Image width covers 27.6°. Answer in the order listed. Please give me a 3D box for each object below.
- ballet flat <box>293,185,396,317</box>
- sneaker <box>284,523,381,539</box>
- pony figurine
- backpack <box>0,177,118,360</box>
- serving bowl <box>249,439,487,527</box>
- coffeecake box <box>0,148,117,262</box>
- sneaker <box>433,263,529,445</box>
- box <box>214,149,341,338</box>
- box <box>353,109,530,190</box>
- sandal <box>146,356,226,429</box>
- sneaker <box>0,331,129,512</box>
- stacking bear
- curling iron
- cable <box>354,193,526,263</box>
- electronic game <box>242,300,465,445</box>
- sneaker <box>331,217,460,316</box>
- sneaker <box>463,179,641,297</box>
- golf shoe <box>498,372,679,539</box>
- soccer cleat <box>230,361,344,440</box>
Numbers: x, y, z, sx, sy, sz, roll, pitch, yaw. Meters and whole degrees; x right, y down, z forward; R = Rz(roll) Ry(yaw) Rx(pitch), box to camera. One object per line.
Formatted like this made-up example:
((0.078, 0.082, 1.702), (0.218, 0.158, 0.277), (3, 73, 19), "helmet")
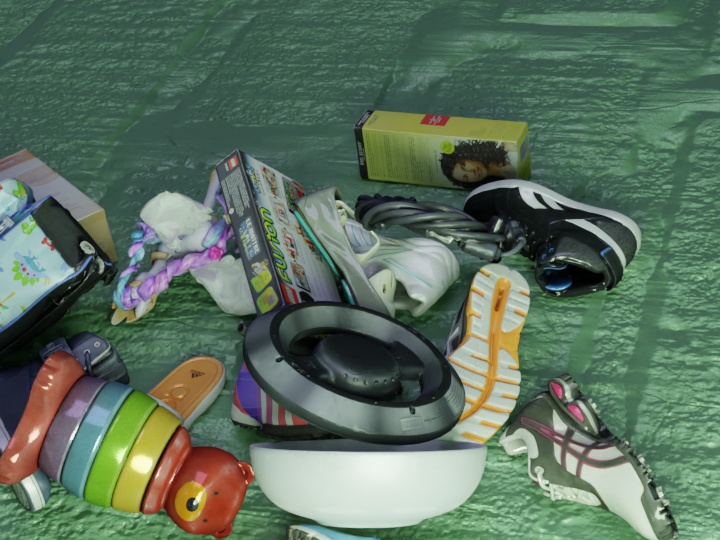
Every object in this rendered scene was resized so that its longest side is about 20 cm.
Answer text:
((0.000, 0.000, 1.462), (0.063, 0.067, 0.201), (-28, 69, -3), "ballet flat")
((0.022, 0.253, 1.181), (0.199, 0.079, 0.090), (17, 20, 33), "sneaker")
((-0.171, -0.029, 1.561), (0.193, 0.167, 0.200), (-23, 24, 41), "pony figurine")
((-0.368, 0.008, 1.477), (0.200, 0.147, 0.183), (-41, 1, -5), "backpack")
((0.007, 0.177, 1.225), (0.199, 0.066, 0.200), (-1, -4, 0), "serving bowl")
((-0.397, -0.047, 1.676), (0.153, 0.073, 0.200), (-28, 40, -26), "coffeecake box")
((0.109, 0.092, 1.377), (0.078, 0.077, 0.201), (25, 57, -4), "sneaker")
((-0.079, -0.021, 1.486), (0.035, 0.110, 0.201), (-35, 53, 24), "box")
((0.094, -0.139, 1.701), (0.199, 0.076, 0.050), (7, 37, 22), "box")
((-0.201, 0.131, 1.393), (0.079, 0.059, 0.207), (9, 39, 24), "sandal")
((-0.282, 0.134, 1.390), (0.145, 0.077, 0.202), (-22, 36, -14), "sneaker")
((-0.192, 0.163, 1.272), (0.199, 0.122, 0.114), (25, 5, 3), "stacking bear")
((-0.031, 0.076, 1.353), (0.049, 0.199, 0.026), (22, 88, 54), "curling iron")
((0.070, -0.042, 1.452), (0.162, 0.051, 0.200), (9, 6, -11), "cable")
((-0.005, 0.086, 1.265), (0.199, 0.042, 0.200), (15, 26, -7), "electronic game")
((-0.001, -0.004, 1.534), (0.199, 0.071, 0.080), (11, 42, 24), "sneaker")
((0.181, -0.031, 1.528), (0.199, 0.073, 0.112), (13, 39, 26), "sneaker")
((0.196, 0.176, 1.251), (0.088, 0.077, 0.200), (-36, 36, -3), "golf shoe")
((-0.064, 0.111, 1.313), (0.068, 0.074, 0.200), (4, -1, -25), "soccer cleat")
